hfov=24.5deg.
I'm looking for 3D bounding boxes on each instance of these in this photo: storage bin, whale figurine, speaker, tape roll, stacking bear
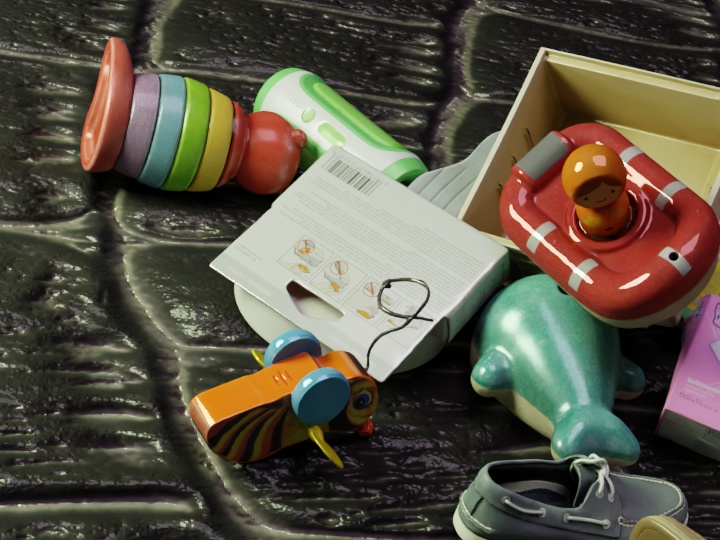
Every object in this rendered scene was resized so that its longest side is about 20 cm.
[{"bbox_3d":[0.218,-0.072,1.477,0.197,0.094,0.201,17,67,28],"label":"storage bin"},{"bbox_3d":[0.169,0.079,1.374,0.157,0.105,0.201,4,31,-17],"label":"whale figurine"},{"bbox_3d":[-0.019,-0.117,1.611,0.088,0.089,0.200,-15,43,-38],"label":"speaker"},{"bbox_3d":[-0.012,0.016,1.462,0.200,0.037,0.204,10,34,-6],"label":"tape roll"},{"bbox_3d":[-0.152,-0.125,1.559,0.198,0.122,0.114,12,30,-18],"label":"stacking bear"}]

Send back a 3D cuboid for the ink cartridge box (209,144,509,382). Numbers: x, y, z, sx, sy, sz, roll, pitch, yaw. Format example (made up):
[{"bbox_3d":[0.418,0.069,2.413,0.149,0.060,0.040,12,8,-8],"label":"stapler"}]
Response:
[{"bbox_3d":[0.000,0.000,1.420,0.199,0.044,0.174,32,62,25],"label":"ink cartridge box"}]

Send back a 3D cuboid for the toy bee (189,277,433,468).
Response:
[{"bbox_3d":[-0.027,0.103,1.287,0.197,0.109,0.132,-13,44,3],"label":"toy bee"}]

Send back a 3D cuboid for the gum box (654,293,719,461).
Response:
[{"bbox_3d":[0.350,0.112,1.388,0.198,0.066,0.114,22,67,11],"label":"gum box"}]

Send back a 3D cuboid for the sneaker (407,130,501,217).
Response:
[{"bbox_3d":[0.096,-0.060,1.557,0.073,0.071,0.199,37,44,21],"label":"sneaker"}]

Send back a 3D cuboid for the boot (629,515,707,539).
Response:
[{"bbox_3d":[0.309,0.237,1.224,0.154,0.073,0.200,-20,48,-41],"label":"boot"}]

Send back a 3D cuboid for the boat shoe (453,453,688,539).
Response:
[{"bbox_3d":[0.170,0.176,1.271,0.197,0.062,0.073,1,35,-20],"label":"boat shoe"}]

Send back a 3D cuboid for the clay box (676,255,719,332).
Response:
[{"bbox_3d":[0.358,0.023,1.586,0.198,0.048,0.115,-7,37,-26],"label":"clay box"}]

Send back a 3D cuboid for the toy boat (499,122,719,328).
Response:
[{"bbox_3d":[0.197,-0.052,1.337,0.130,0.131,0.200,-42,56,-7],"label":"toy boat"}]
